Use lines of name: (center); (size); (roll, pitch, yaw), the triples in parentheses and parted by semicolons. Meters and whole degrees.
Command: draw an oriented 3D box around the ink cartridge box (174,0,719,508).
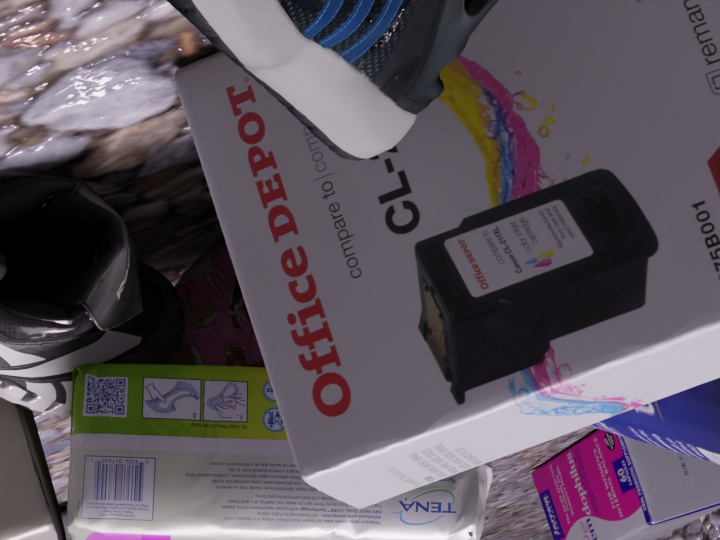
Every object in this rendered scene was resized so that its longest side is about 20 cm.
ink cartridge box: (0.057, -0.025, 0.665); (0.199, 0.147, 0.083); (-21, 165, 8)

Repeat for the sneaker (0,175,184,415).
sneaker: (-0.108, 0.008, 0.742); (0.090, 0.067, 0.200); (-23, 164, 25)

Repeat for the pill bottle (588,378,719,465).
pill bottle: (0.156, 0.019, 0.766); (0.115, 0.117, 0.199); (-8, -166, -38)

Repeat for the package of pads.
package of pads: (-0.036, 0.092, 0.799); (0.153, 0.069, 0.200); (2, 163, -6)

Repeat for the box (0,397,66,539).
box: (-0.226, 0.093, 0.822); (0.198, 0.110, 0.128); (-17, 166, -8)

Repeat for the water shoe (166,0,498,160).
water shoe: (-0.017, -0.092, 0.519); (0.079, 0.071, 0.200); (-48, 162, 2)

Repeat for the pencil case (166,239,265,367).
pencil case: (0.000, 0.000, 0.807); (0.082, 0.087, 0.200); (-21, 172, -42)

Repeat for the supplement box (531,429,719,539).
supplement box: (0.254, 0.200, 1.914); (0.103, 0.102, 0.200); (-13, 165, -22)

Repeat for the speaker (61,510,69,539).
speaker: (-0.252, 0.218, 1.341); (0.199, 0.082, 0.081); (-19, 167, -5)
